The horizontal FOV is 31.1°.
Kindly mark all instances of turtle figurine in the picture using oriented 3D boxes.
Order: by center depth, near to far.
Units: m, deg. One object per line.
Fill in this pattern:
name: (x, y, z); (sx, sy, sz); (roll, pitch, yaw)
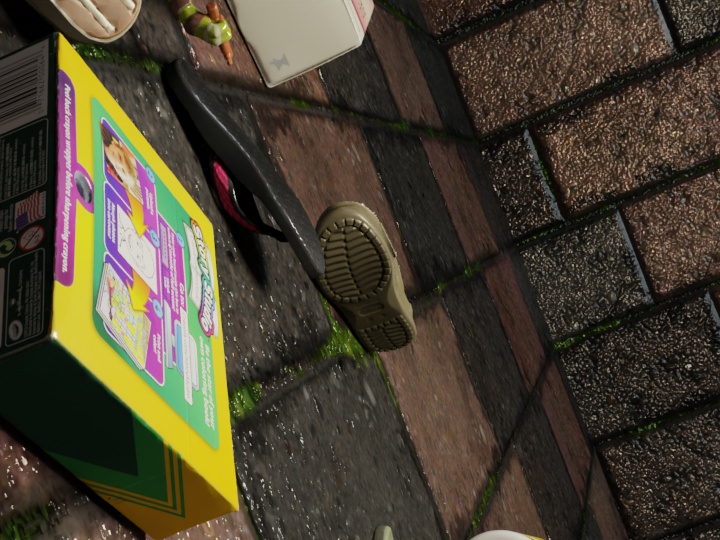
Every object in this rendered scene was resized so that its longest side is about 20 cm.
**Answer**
turtle figurine: (-0.163, -0.239, 0.925); (0.201, 0.064, 0.161); (58, -4, 9)

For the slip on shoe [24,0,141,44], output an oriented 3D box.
slip on shoe: (-0.204, -0.217, 0.744); (0.060, 0.076, 0.200); (17, -28, 52)

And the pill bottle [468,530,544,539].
pill bottle: (0.156, 0.314, 1.263); (0.200, 0.110, 0.113); (35, 35, -67)

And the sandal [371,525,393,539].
sandal: (0.055, 0.285, 1.008); (0.080, 0.057, 0.203); (-70, 137, -72)

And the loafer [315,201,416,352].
loafer: (0.000, 0.000, 1.223); (0.201, 0.075, 0.068); (69, 7, -49)

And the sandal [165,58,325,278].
sandal: (-0.096, -0.074, 1.014); (0.201, 0.045, 0.075); (52, 9, -7)

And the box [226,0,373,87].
box: (-0.062, -0.289, 1.336); (0.200, 0.108, 0.129); (-80, 147, -68)

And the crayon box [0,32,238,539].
crayon box: (-0.132, 0.009, 0.668); (0.173, 0.058, 0.202); (57, 18, -47)
